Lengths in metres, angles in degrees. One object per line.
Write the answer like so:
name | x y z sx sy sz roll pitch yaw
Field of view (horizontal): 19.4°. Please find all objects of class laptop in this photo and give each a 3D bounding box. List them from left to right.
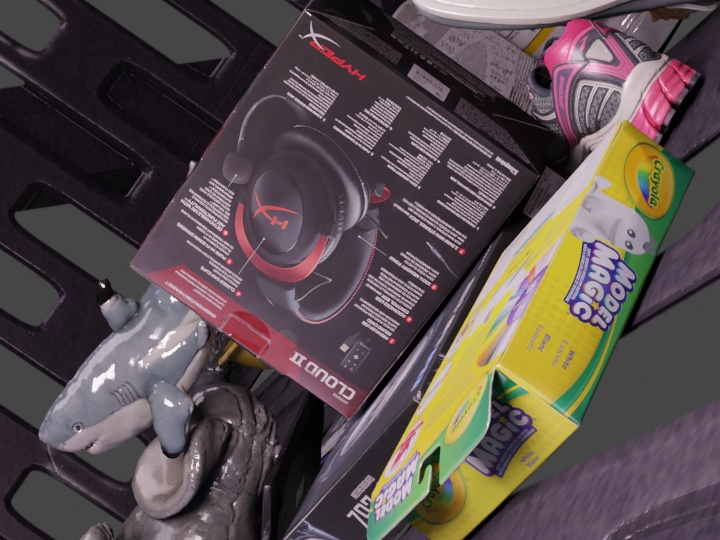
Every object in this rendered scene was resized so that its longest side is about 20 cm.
laptop | -0.086 0.173 1.205 0.177 0.103 0.200 -68 -17 -70

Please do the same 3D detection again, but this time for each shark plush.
shark plush | -0.131 0.032 1.323 0.091 0.083 0.200 -106 37 -60

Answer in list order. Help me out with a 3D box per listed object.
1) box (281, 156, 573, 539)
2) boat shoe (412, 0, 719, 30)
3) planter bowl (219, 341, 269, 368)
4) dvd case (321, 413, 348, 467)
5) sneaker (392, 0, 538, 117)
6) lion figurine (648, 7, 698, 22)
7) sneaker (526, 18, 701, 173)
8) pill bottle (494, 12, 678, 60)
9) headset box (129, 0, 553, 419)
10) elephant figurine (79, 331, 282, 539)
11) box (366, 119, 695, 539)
box | 0.045 0.052 1.117 0.160 0.044 0.200 -51 6 47
boat shoe | 0.121 -0.156 1.153 0.062 0.200 0.073 99 157 -61
planter bowl | 0.000 0.000 1.349 0.200 0.083 0.200 -55 4 6
dvd case | 0.034 0.055 1.389 0.150 0.025 0.200 -57 5 -26
sneaker | 0.115 -0.123 1.477 0.200 0.121 0.084 36 100 46
lion figurine | 0.221 -0.244 1.230 0.200 0.123 0.072 -41 35 -13
sneaker | 0.123 -0.095 1.167 0.081 0.075 0.200 -56 3 -13
pill bottle | 0.108 -0.205 1.340 0.112 0.200 0.112 -55 4 6
headset box | -0.016 -0.030 1.125 0.200 0.149 0.075 -54 4 25
elephant figurine | -0.098 0.141 1.392 0.200 0.155 0.142 -64 -20 11
box | 0.073 0.034 0.917 0.117 0.048 0.200 -51 4 47
